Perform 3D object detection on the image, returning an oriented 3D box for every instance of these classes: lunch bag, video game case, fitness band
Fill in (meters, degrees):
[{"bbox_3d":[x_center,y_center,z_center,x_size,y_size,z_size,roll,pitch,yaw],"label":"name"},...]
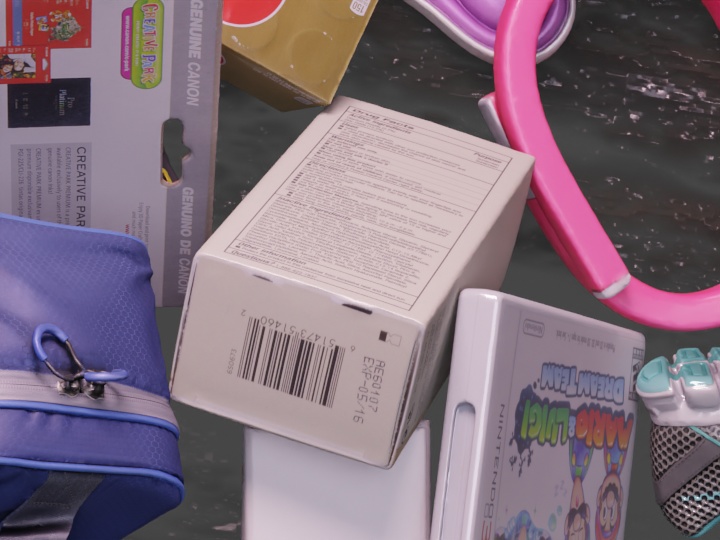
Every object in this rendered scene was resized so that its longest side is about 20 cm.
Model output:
[{"bbox_3d":[-0.162,0.069,1.158,0.135,0.200,0.133,9,62,-40],"label":"lunch bag"},{"bbox_3d":[0.078,0.109,1.253,0.024,0.200,0.183,5,86,24],"label":"video game case"},{"bbox_3d":[0.141,-0.068,1.330,0.143,0.037,0.201,-31,99,-10],"label":"fitness band"}]

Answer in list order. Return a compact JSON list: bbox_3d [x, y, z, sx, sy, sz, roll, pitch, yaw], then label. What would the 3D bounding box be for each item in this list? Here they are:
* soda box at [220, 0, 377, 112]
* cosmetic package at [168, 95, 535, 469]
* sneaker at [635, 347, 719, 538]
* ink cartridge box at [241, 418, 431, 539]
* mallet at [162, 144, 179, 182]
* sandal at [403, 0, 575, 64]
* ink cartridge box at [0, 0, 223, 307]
[{"bbox_3d":[-0.093,-0.147,1.280,0.199,0.064,0.068,28,80,-19],"label":"soda box"},{"bbox_3d":[0.000,0.000,1.229,0.103,0.200,0.073,18,115,11],"label":"cosmetic package"},{"bbox_3d":[0.226,0.086,1.335,0.199,0.078,0.092,1,102,-3],"label":"sneaker"},{"bbox_3d":[-0.011,0.166,1.257,0.084,0.146,0.201,0,86,-1],"label":"ink cartridge box"},{"bbox_3d":[-0.138,-0.115,1.316,0.066,0.041,0.201,-18,93,-10],"label":"mallet"},{"bbox_3d":[0.017,-0.170,1.326,0.202,0.050,0.083,30,84,-6],"label":"sandal"},{"bbox_3d":[-0.150,-0.077,1.228,0.175,0.201,0.084,0,46,-7],"label":"ink cartridge box"}]
